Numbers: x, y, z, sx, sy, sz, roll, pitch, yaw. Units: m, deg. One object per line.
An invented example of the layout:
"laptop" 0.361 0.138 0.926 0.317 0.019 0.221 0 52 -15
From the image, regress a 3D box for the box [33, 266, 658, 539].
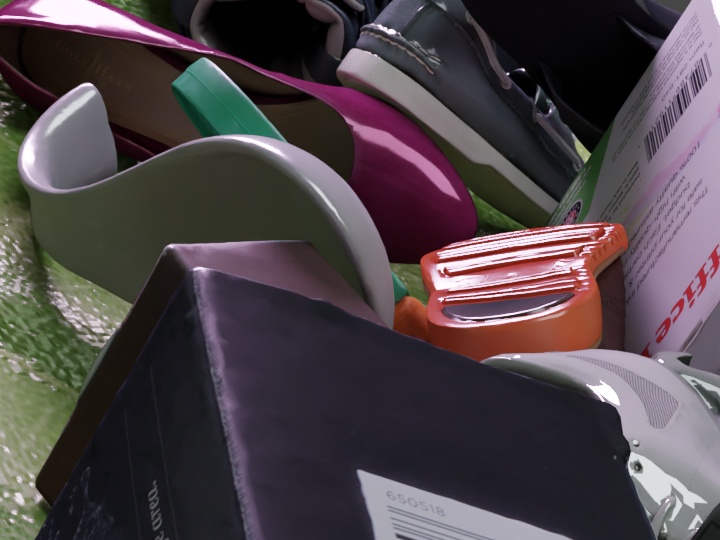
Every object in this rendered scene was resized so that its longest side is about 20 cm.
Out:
"box" -0.018 0.144 0.527 0.117 0.201 0.197 20 28 -23

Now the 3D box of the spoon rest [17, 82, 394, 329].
"spoon rest" -0.059 -0.013 0.877 0.060 0.100 0.200 -29 33 -28

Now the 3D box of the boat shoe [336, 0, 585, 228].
"boat shoe" 0.071 -0.058 1.073 0.073 0.062 0.200 25 -7 47

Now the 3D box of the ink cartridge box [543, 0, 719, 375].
"ink cartridge box" 0.135 0.004 0.938 0.084 0.145 0.200 26 27 -13

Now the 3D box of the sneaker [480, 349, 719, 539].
"sneaker" 0.089 0.087 0.671 0.088 0.074 0.200 12 23 -35

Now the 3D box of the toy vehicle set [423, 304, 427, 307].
"toy vehicle set" 0.055 0.069 0.936 0.199 0.027 0.125 24 27 -16

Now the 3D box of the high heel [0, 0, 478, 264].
"high heel" -0.053 -0.050 0.983 0.199 0.068 0.096 23 13 18

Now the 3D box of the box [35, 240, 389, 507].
"box" -0.002 0.092 0.755 0.075 0.100 0.200 -5 44 -50

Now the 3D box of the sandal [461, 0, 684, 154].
"sandal" 0.106 -0.078 1.028 0.200 0.076 0.043 31 28 -41

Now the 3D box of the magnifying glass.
"magnifying glass" 0.000 0.000 0.912 0.200 0.022 0.080 50 -5 17

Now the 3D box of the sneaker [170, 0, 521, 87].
"sneaker" 0.009 -0.099 1.110 0.201 0.077 0.146 12 19 -15

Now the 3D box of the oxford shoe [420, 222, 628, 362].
"oxford shoe" 0.057 0.029 0.857 0.071 0.073 0.200 -9 10 12
